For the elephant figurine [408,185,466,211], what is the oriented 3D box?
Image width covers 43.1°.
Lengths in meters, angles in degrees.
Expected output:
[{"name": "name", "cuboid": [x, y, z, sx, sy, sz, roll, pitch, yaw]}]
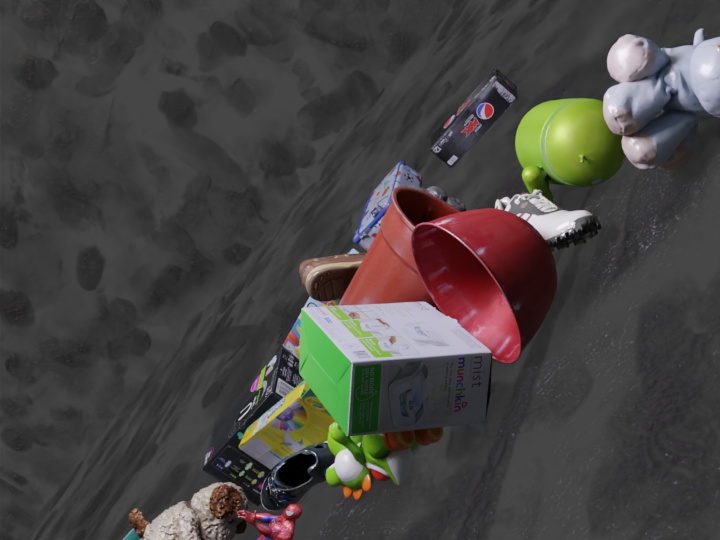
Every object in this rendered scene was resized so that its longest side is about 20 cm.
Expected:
[{"name": "elephant figurine", "cuboid": [0.095, -0.029, 1.512, 0.142, 0.155, 0.200, 51, 122, 31]}]

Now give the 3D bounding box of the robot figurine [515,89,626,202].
[{"name": "robot figurine", "cuboid": [0.283, -0.172, 1.228, 0.175, 0.116, 0.200, -42, 14, -4]}]

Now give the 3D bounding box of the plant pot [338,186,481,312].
[{"name": "plant pot", "cuboid": [0.077, 0.017, 1.303, 0.195, 0.200, 0.201, -55, 12, 22]}]

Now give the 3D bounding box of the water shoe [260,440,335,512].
[{"name": "water shoe", "cuboid": [-0.106, 0.303, 1.351, 0.200, 0.079, 0.072, -41, 58, 37]}]

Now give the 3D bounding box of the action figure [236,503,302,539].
[{"name": "action figure", "cuboid": [-0.170, 0.399, 1.341, 0.200, 0.099, 0.065, -46, 16, 16]}]

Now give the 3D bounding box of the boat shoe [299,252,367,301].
[{"name": "boat shoe", "cuboid": [0.000, 0.000, 1.407, 0.068, 0.200, 0.072, 50, 135, 49]}]

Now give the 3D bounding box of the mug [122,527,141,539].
[{"name": "mug", "cuboid": [-0.392, 0.554, 1.620, 0.185, 0.114, 0.152, -44, 17, 33]}]

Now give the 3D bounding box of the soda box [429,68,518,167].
[{"name": "soda box", "cuboid": [0.225, -0.305, 1.828, 0.200, 0.063, 0.071, -45, 15, 25]}]

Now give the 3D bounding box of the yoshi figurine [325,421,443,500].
[{"name": "yoshi figurine", "cuboid": [0.013, 0.216, 1.188, 0.200, 0.112, 0.112, -42, 10, 43]}]

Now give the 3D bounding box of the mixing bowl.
[{"name": "mixing bowl", "cuboid": [0.163, 0.000, 1.101, 0.108, 0.200, 0.200, -35, 9, -18]}]

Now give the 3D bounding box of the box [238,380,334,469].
[{"name": "box", "cuboid": [-0.084, 0.242, 1.392, 0.200, 0.117, 0.048, -41, 19, 37]}]

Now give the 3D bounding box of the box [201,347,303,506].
[{"name": "box", "cuboid": [-0.153, 0.264, 1.540, 0.200, 0.124, 0.149, -48, 15, 20]}]

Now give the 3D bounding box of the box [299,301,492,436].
[{"name": "box", "cuboid": [0.036, 0.110, 1.110, 0.200, 0.176, 0.097, -144, 55, -64]}]

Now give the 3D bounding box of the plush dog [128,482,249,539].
[{"name": "plush dog", "cuboid": [-0.254, 0.402, 1.437, 0.172, 0.161, 0.200, -34, -17, -16]}]

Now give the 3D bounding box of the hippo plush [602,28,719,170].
[{"name": "hippo plush", "cuboid": [0.382, -0.188, 0.991, 0.200, 0.160, 0.161, -13, 12, -34]}]

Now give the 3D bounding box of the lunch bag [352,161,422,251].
[{"name": "lunch bag", "cuboid": [0.054, -0.128, 1.928, 0.160, 0.075, 0.200, -44, 16, 38]}]

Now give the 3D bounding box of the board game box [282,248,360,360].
[{"name": "board game box", "cuboid": [-0.034, 0.078, 1.517, 0.105, 0.103, 0.200, -44, -10, -40]}]

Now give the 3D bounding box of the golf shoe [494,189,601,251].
[{"name": "golf shoe", "cuboid": [0.225, -0.062, 1.165, 0.077, 0.088, 0.200, -12, -1, -24]}]
